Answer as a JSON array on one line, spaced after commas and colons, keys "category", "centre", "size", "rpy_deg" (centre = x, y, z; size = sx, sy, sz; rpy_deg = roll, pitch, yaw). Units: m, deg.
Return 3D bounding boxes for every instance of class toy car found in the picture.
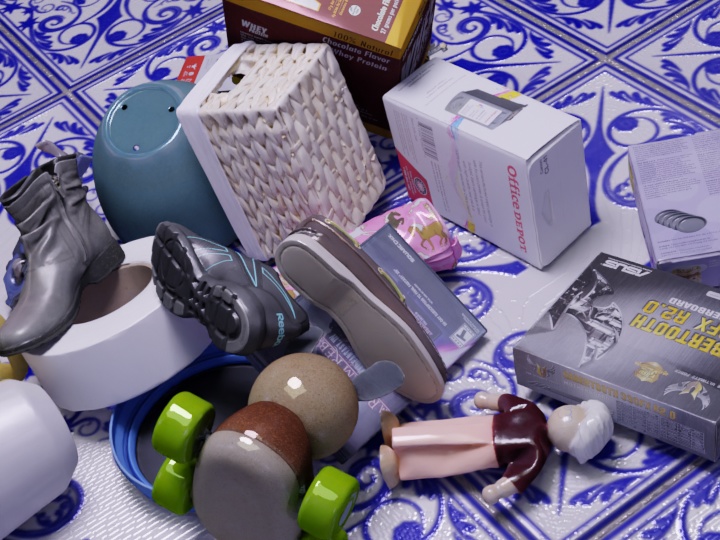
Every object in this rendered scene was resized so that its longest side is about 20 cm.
[{"category": "toy car", "centre": [-0.054, 0.132, 1.133], "size": [0.164, 0.158, 0.200], "rpy_deg": [26, 51, 12]}]

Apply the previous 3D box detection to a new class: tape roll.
[{"category": "tape roll", "centre": [-0.234, 0.048, 1.322], "size": [0.202, 0.071, 0.203], "rpy_deg": [-21, 26, 11]}]

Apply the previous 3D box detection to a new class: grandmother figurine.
[{"category": "grandmother figurine", "centre": [0.118, 0.147, 1.155], "size": [0.199, 0.061, 0.122], "rpy_deg": [-10, 52, 11]}]

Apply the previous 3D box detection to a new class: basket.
[{"category": "basket", "centre": [-0.075, -0.125, 1.387], "size": [0.123, 0.200, 0.136], "rpy_deg": [1, 41, 34]}]

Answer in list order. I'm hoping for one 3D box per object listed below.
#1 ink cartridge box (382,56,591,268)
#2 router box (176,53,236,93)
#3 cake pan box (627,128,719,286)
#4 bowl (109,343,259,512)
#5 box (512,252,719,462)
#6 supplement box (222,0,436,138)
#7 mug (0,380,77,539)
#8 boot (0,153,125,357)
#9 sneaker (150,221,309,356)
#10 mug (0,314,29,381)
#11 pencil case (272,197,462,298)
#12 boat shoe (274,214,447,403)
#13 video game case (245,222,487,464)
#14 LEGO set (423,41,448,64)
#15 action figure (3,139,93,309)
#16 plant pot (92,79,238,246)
[{"category": "ink cartridge box", "centre": [0.129, -0.111, 1.364], "size": [0.086, 0.148, 0.200], "rpy_deg": [-40, 48, -24]}, {"category": "router box", "centre": [-0.144, -0.187, 1.605], "size": [0.179, 0.049, 0.200], "rpy_deg": [-3, 43, 15]}, {"category": "cake pan box", "centre": [0.373, -0.069, 1.315], "size": [0.199, 0.052, 0.185], "rpy_deg": [-10, 44, 7]}, {"category": "bowl", "centre": [-0.134, 0.140, 1.253], "size": [0.200, 0.039, 0.201], "rpy_deg": [-9, 42, 8]}, {"category": "box", "centre": [0.260, 0.070, 1.189], "size": [0.200, 0.048, 0.158], "rpy_deg": [21, 46, 35]}, {"category": "supplement box", "centre": [-0.029, -0.270, 1.431], "size": [0.197, 0.200, 0.133], "rpy_deg": [20, 70, 6]}, {"category": "mug", "centre": [-0.351, 0.160, 1.206], "size": [0.153, 0.150, 0.187], "rpy_deg": [-28, 68, -25]}, {"category": "boot", "centre": [-0.313, -0.019, 1.285], "size": [0.068, 0.131, 0.200], "rpy_deg": [-10, 30, 29]}, {"category": "sneaker", "centre": [-0.123, 0.017, 1.203], "size": [0.079, 0.076, 0.200], "rpy_deg": [-5, 31, -37]}, {"category": "mug", "centre": [-0.442, 0.064, 1.346], "size": [0.186, 0.153, 0.150], "rpy_deg": [-22, 41, -7]}, {"category": "pencil case", "centre": [0.000, 0.000, 1.333], "size": [0.200, 0.083, 0.087], "rpy_deg": [-28, 81, -14]}, {"category": "boat shoe", "centre": [0.010, 0.033, 1.207], "size": [0.072, 0.200, 0.060], "rpy_deg": [-40, 8, 43]}, {"category": "video game case", "centre": [0.005, 0.063, 1.242], "size": [0.143, 0.019, 0.200], "rpy_deg": [47, 60, 6]}, {"category": "LEGO set", "centre": [-0.006, -0.270, 1.603], "size": [0.200, 0.116, 0.154], "rpy_deg": [38, 73, 12]}, {"category": "action figure", "centre": [-0.315, -0.056, 1.461], "size": [0.104, 0.200, 0.194], "rpy_deg": [14, 34, -37]}, {"category": "plant pot", "centre": [-0.210, -0.127, 1.450], "size": [0.199, 0.135, 0.201], "rpy_deg": [-7, 63, 13]}]
